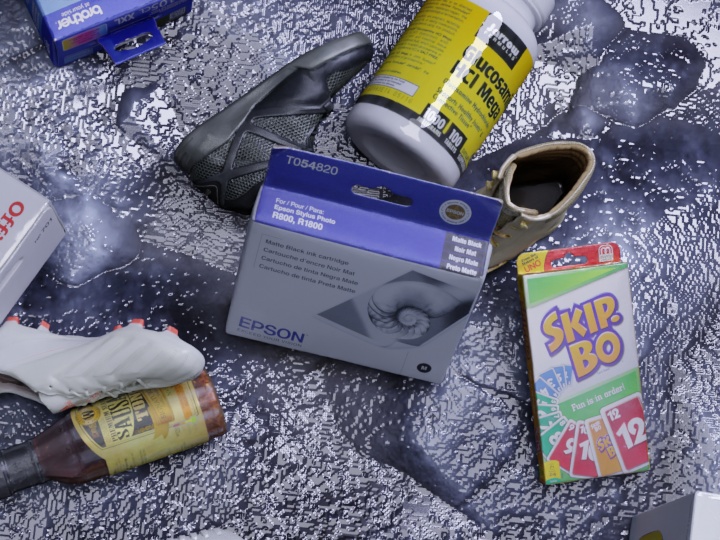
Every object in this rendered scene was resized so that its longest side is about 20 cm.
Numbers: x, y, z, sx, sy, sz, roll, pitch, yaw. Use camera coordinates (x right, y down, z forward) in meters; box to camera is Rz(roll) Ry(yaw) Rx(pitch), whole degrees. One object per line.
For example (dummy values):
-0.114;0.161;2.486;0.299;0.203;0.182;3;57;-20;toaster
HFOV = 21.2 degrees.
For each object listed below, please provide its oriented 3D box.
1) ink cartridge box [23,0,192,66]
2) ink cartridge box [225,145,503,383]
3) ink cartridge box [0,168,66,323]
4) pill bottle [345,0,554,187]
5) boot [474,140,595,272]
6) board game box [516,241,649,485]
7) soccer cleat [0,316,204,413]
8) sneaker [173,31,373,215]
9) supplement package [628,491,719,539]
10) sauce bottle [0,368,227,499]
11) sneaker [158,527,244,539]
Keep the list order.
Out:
-0.234;-0.271;1.684;0.136;0.076;0.200;-24;83;-11;ink cartridge box
0.000;0.000;1.595;0.199;0.200;0.041;13;46;-3;ink cartridge box
-0.369;-0.038;1.594;0.200;0.086;0.147;32;76;10;ink cartridge box
0.083;-0.176;1.681;0.112;0.112;0.200;33;76;1;pill bottle
0.102;-0.036;1.631;0.200;0.155;0.073;-27;82;-12;boot
0.192;0.079;1.661;0.095;0.030;0.201;-7;91;-9;board game box
-0.223;0.085;1.584;0.199;0.069;0.078;2;56;21;soccer cleat
-0.052;-0.118;1.674;0.199;0.076;0.114;-38;86;-10;sneaker
0.307;0.275;1.565;0.150;0.200;0.152;10;76;-4;supplement package
-0.213;0.140;1.601;0.200;0.066;0.066;-20;81;-12;sauce bottle
-0.145;0.252;1.589;0.199;0.076;0.081;11;65;-9;sneaker
